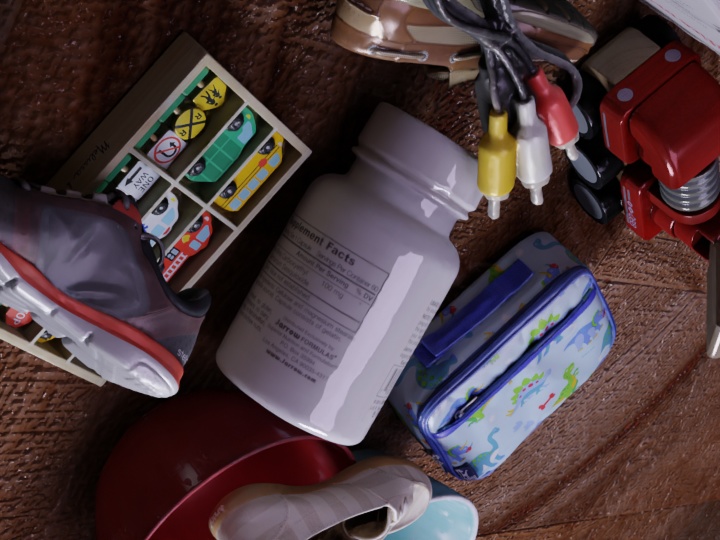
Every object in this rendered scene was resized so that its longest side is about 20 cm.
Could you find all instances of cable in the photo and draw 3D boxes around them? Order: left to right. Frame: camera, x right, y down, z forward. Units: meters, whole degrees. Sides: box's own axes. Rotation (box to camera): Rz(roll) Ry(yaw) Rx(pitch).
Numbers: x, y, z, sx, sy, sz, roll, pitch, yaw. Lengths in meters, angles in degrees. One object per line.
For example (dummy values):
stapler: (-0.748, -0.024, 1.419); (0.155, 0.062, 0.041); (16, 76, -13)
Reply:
cable: (0.092, -0.121, 0.749); (0.097, 0.050, 0.201); (-38, 143, -13)

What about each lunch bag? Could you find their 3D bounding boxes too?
lunch bag: (0.118, 0.074, 1.082); (0.199, 0.082, 0.161); (-41, 143, -7)

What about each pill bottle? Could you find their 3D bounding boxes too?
pill bottle: (0.000, 0.000, 0.839); (0.114, 0.114, 0.202); (25, 96, -54)

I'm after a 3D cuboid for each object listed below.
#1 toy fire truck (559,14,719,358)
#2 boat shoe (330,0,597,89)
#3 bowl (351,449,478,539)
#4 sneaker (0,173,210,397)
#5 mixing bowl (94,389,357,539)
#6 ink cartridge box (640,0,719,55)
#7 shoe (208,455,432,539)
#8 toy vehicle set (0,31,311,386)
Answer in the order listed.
toy fire truck: (0.236, -0.057, 0.957); (0.128, 0.200, 0.177); (-38, 146, -9)
boat shoe: (0.060, -0.154, 0.794); (0.198, 0.076, 0.074); (6, 128, -39)
bowl: (-0.009, 0.231, 1.091); (0.199, 0.105, 0.202); (-28, 143, -24)
sneaker: (-0.160, -0.016, 0.680); (0.200, 0.077, 0.082); (44, 66, -31)
mixing bowl: (-0.111, 0.159, 0.904); (0.199, 0.108, 0.202); (-29, 143, -24)
ink cartridge box: (0.202, -0.216, 0.802); (0.085, 0.146, 0.199); (-50, 146, 8)
shoe: (-0.015, 0.172, 0.875); (0.198, 0.053, 0.070); (0, 126, -46)
toy vehicle set: (-0.130, -0.030, 0.757); (0.200, 0.027, 0.124); (-48, 146, 4)
